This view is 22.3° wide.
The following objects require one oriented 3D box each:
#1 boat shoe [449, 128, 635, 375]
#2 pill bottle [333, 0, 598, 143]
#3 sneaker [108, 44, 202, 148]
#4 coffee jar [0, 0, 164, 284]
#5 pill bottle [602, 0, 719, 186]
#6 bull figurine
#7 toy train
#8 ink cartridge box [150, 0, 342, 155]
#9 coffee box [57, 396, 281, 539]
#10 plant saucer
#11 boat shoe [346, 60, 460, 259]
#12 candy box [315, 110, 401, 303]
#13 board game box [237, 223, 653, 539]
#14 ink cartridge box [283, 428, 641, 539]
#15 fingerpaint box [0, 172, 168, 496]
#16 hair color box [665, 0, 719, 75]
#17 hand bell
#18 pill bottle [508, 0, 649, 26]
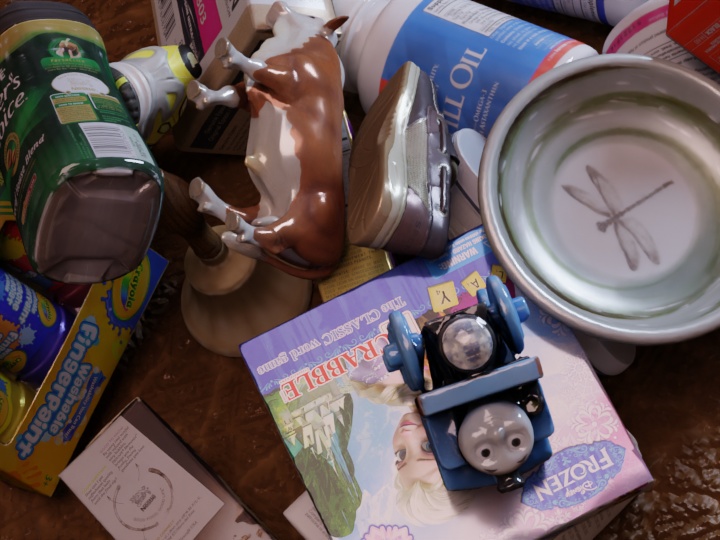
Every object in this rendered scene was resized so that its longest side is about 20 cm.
[{"bbox_3d":[0.103,0.003,1.279,0.086,0.075,0.202,-39,93,32],"label":"boat shoe"},{"bbox_3d":[0.068,-0.144,1.344,0.200,0.112,0.112,24,75,25],"label":"pill bottle"},{"bbox_3d":[-0.170,-0.116,1.373,0.076,0.200,0.075,-28,93,-22],"label":"sneaker"},{"bbox_3d":[-0.199,-0.091,1.215,0.085,0.104,0.200,0,40,-27],"label":"coffee jar"},{"bbox_3d":[0.247,-0.087,1.267,0.113,0.113,0.200,-17,63,8],"label":"pill bottle"},{"bbox_3d":[-0.054,-0.095,1.221,0.065,0.121,0.200,-20,72,47],"label":"bull figurine"},{"bbox_3d":[0.066,0.069,1.051,0.087,0.200,0.114,-20,86,-1],"label":"toy train"},{"bbox_3d":[-0.096,-0.214,1.391,0.075,0.165,0.200,2,60,-27],"label":"ink cartridge box"},{"bbox_3d":[-0.101,0.192,1.242,0.080,0.113,0.200,-45,63,-6],"label":"coffee box"},{"bbox_3d":[0.172,-0.041,1.172,0.200,0.050,0.200,2,70,-4],"label":"plant saucer"},{"bbox_3d":[0.033,-0.070,1.221,0.072,0.065,0.200,-54,15,29],"label":"boat shoe"},{"bbox_3d":[0.000,0.000,1.297,0.056,0.117,0.200,-18,63,6],"label":"candy box"},{"bbox_3d":[0.053,0.094,1.166,0.200,0.041,0.200,-27,75,-2],"label":"board game box"},{"bbox_3d":[0.074,0.153,1.225,0.200,0.084,0.146,-43,64,-7],"label":"ink cartridge box"},{"bbox_3d":[-0.256,0.036,1.319,0.073,0.167,0.200,7,65,48],"label":"fingerpaint box"},{"bbox_3d":[0.301,-0.150,1.227,0.061,0.200,0.102,-39,27,41],"label":"hair color box"},{"bbox_3d":[-0.110,-0.023,1.291,0.104,0.200,0.104,-6,65,13],"label":"hand bell"},{"bbox_3d":[0.174,-0.243,1.358,0.200,0.112,0.112,17,72,23],"label":"pill bottle"}]
